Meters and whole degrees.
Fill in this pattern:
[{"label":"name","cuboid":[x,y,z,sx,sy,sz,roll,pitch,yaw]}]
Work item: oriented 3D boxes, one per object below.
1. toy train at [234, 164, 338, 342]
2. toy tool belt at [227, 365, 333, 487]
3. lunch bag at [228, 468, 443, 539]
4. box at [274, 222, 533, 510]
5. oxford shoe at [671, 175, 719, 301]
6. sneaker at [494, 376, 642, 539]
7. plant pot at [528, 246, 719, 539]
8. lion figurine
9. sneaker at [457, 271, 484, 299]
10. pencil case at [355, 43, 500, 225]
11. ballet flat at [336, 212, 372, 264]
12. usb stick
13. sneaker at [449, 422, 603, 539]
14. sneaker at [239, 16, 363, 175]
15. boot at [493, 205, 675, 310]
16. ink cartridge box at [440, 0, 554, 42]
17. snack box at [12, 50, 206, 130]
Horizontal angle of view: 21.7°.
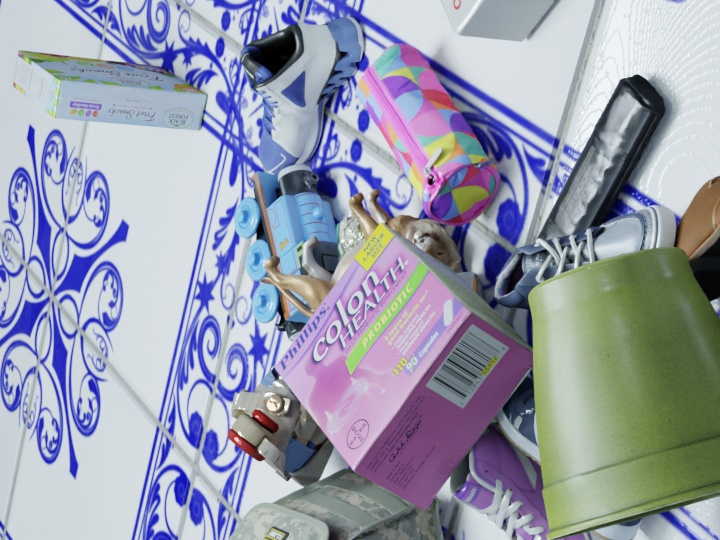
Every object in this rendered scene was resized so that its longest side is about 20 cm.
[{"label":"toy train","cuboid":[-0.069,-0.024,2.050,0.114,0.086,0.201,-37,56,40]},{"label":"toy tool belt","cuboid":[-0.067,0.142,1.933,0.125,0.200,0.123,36,87,16]},{"label":"lunch bag","cuboid":[-0.037,0.285,1.859,0.164,0.199,0.119,8,115,58]},{"label":"box","cuboid":[0.039,0.084,1.723,0.176,0.096,0.200,-53,33,7]},{"label":"oxford shoe","cuboid":[0.298,-0.053,1.486,0.200,0.071,0.072,-49,45,46]},{"label":"sneaker","cuboid":[0.193,0.131,1.638,0.200,0.070,0.109,50,134,37]},{"label":"plant pot","cuboid":[0.215,0.091,1.464,0.200,0.199,0.194,-30,72,53]},{"label":"lion figurine","cuboid":[0.000,0.000,1.882,0.200,0.072,0.123,-37,80,22]},{"label":"sneaker","cuboid":[0.090,0.099,1.805,0.078,0.077,0.202,-10,63,52]},{"label":"pencil case","cuboid":[0.065,-0.134,1.841,0.201,0.088,0.089,60,136,40]},{"label":"ballet flat","cuboid":[0.014,0.037,1.932,0.063,0.076,0.202,-6,88,24]},{"label":"usb stick","cuboid":[0.209,-0.080,1.659,0.056,0.032,0.201,52,131,36]},{"label":"sneaker","cuboid":[0.141,0.225,1.679,0.073,0.114,0.201,-57,46,37]},{"label":"sneaker","cuboid":[-0.088,-0.201,2.051,0.200,0.114,0.081,-60,41,36]},{"label":"boot","cuboid":[0.187,-0.004,1.595,0.200,0.090,0.073,129,147,-60]},{"label":"ink cartridge box","cuboid":[0.144,-0.330,1.721,0.200,0.084,0.147,-51,48,44]},{"label":"snack box","cuboid":[-0.310,-0.221,2.320,0.142,0.199,0.053,36,118,52]}]
